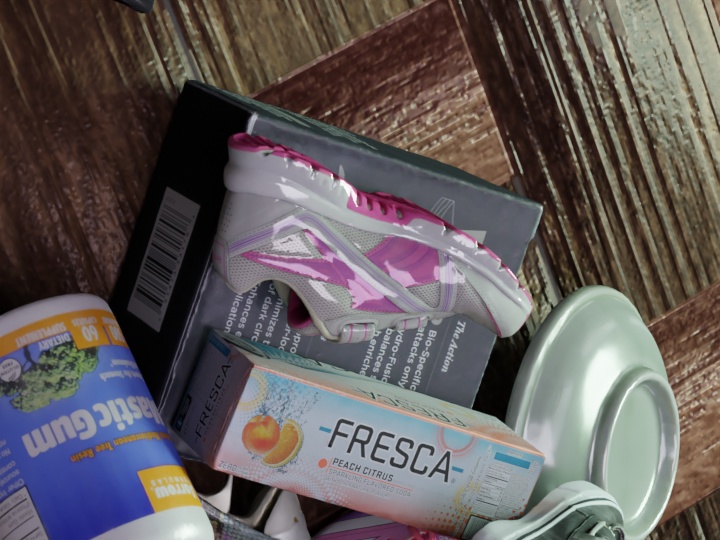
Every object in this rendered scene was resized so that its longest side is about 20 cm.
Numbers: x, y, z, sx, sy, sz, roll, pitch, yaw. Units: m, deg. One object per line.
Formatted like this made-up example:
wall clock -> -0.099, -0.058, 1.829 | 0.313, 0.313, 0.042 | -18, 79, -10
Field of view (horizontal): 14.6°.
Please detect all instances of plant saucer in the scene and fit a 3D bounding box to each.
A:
plant saucer -> 0.152, 0.111, 1.726 | 0.200, 0.050, 0.202 | -17, 110, -57

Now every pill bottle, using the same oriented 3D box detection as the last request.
pill bottle -> -0.145, 0.124, 1.500 | 0.111, 0.112, 0.201 | -22, 75, -19

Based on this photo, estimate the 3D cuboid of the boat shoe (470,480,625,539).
boat shoe -> 0.116, 0.171, 1.577 | 0.200, 0.071, 0.073 | -15, 128, -65

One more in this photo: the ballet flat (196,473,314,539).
ballet flat -> -0.083, 0.142, 1.655 | 0.199, 0.069, 0.071 | 31, 81, -14

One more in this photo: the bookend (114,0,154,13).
bookend -> -0.138, -0.254, 1.466 | 0.092, 0.200, 0.200 | 26, 91, -29

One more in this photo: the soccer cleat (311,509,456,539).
soccer cleat -> 0.025, 0.169, 1.719 | 0.200, 0.076, 0.067 | -41, 116, -12

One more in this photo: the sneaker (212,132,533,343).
sneaker -> 0.000, 0.000, 1.536 | 0.199, 0.081, 0.089 | 23, 94, -21

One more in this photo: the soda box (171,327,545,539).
soda box -> 0.001, 0.095, 1.561 | 0.199, 0.068, 0.064 | 19, 98, -29

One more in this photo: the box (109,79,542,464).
box -> -0.029, 0.018, 1.632 | 0.199, 0.117, 0.198 | 17, 96, -27
